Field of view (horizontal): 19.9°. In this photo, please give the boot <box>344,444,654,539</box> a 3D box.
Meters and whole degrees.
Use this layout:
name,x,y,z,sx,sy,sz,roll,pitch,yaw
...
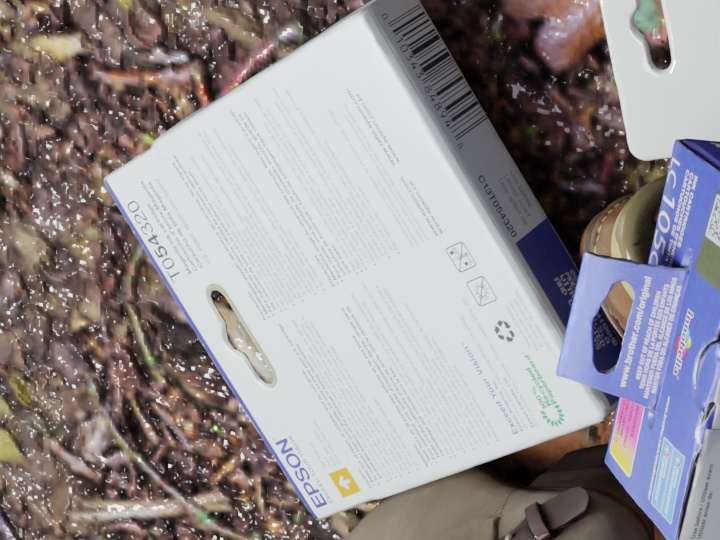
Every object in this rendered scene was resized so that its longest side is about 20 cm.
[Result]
name,x,y,z,sx,sy,sz,roll,pitch,yaw
boot,0.042,0.139,0.899,0.199,0.146,0.071,-29,100,33

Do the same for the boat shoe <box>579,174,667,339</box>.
name,x,y,z,sx,sy,sz,roll,pitch,yaw
boat shoe,0.165,0.047,0.854,0.200,0.072,0.067,50,157,-9

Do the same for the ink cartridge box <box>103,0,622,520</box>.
name,x,y,z,sx,sy,sz,roll,pitch,yaw
ink cartridge box,0.000,0.000,0.914,0.199,0.043,0.197,-25,99,47

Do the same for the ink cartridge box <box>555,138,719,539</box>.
name,x,y,z,sx,sy,sz,roll,pitch,yaw
ink cartridge box,0.175,0.030,0.758,0.198,0.076,0.138,4,110,-19

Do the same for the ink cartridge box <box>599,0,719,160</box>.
name,x,y,z,sx,sy,sz,roll,pitch,yaw
ink cartridge box,0.192,-0.112,0.762,0.198,0.067,0.117,-4,111,27
